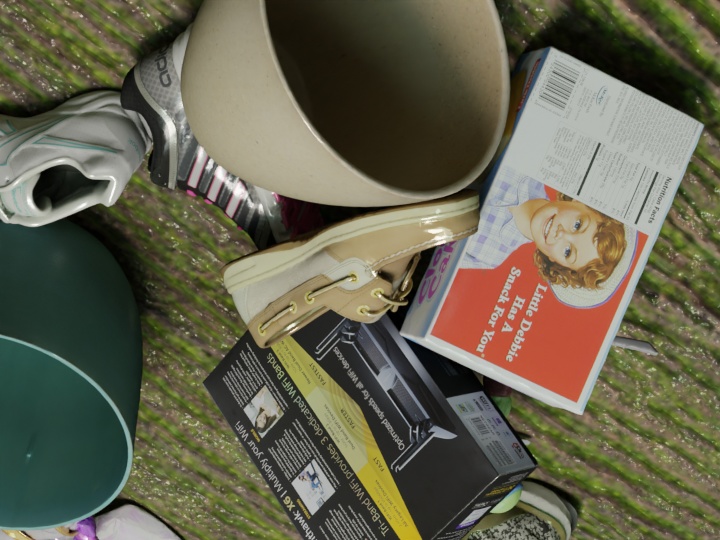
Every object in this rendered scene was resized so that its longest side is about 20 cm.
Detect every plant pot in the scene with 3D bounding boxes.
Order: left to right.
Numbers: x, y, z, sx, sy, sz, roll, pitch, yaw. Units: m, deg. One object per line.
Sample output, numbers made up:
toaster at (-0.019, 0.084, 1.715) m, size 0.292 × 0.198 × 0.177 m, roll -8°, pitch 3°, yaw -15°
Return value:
plant pot at (-0.242, 0.056, 1.324) m, size 0.199 × 0.162 × 0.201 m, roll 5°, pitch 133°, yaw 5°

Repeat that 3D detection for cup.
cup at (-0.028, -0.123, 1.145) m, size 0.143 × 0.201 × 0.200 m, roll -18°, pitch 126°, yaw 45°

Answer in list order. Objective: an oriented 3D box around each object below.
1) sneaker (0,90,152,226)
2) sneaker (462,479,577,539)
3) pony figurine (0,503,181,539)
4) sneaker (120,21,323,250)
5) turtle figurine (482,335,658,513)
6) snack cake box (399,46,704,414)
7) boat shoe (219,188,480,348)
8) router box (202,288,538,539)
sneaker at (-0.239, -0.066, 1.281) m, size 0.199 × 0.081 × 0.071 m, roll -12°, pitch 128°, yaw 20°
sneaker at (0.067, 0.196, 1.439) m, size 0.199 × 0.089 × 0.077 m, roll 12°, pitch 130°, yaw -1°
pony figurine at (-0.248, 0.238, 1.503) m, size 0.199 × 0.167 × 0.194 m, roll -15°, pitch 119°, yaw 39°
sneaker at (-0.094, -0.072, 1.260) m, size 0.087 × 0.074 × 0.201 m, roll -14°, pitch 124°, yaw 25°
turtle figurine at (0.063, 0.070, 1.348) m, size 0.194 × 0.200 × 0.144 m, roll 48°, pitch 155°, yaw 0°
snack cake box at (0.121, -0.025, 1.189) m, size 0.114 × 0.067 × 0.201 m, roll 25°, pitch 86°, yaw -12°
boat shoe at (0.000, 0.000, 1.182) m, size 0.199 × 0.074 × 0.067 m, roll -19°, pitch 90°, yaw 41°
router box at (0.002, 0.101, 1.256) m, size 0.157 × 0.052 × 0.200 m, roll -47°, pitch 66°, yaw 29°
